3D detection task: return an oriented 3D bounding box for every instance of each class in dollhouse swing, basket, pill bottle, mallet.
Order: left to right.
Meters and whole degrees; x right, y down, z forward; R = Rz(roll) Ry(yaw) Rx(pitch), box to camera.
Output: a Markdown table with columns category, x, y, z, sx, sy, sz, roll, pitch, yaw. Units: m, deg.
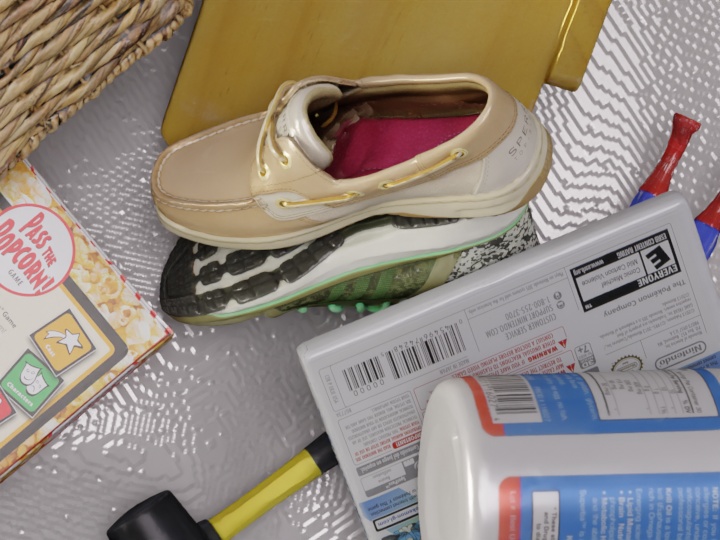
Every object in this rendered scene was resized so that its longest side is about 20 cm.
| category | x | y | z | sx | sy | sz | roll | pitch | yaw |
| --- | --- | --- | --- | --- | --- | --- | --- | --- | --- |
| basket | -0.205 | -0.136 | 1.348 | 0.200 | 0.149 | 0.143 | -41 | 48 | -9 |
| mallet | -0.035 | 0.090 | 1.428 | 0.200 | 0.041 | 0.066 | -43 | 94 | -14 |
| dollhouse swing | 0.011 | -0.140 | 1.458 | 0.199 | 0.176 | 0.182 | 17 | 40 | -5 |
| pill bottle | 0.133 | 0.102 | 1.357 | 0.199 | 0.112 | 0.113 | -1 | 84 | -11 |

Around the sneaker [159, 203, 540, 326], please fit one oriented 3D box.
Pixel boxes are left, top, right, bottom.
| category | x | y | z | sx | sy | sz | roll | pitch | yaw |
| --- | --- | --- | --- | --- | --- | --- | --- | --- | --- |
| sneaker | 0.000 | 0.000 | 1.418 | 0.199 | 0.089 | 0.077 | -15 | 46 | 15 |

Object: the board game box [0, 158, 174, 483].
| category | x | y | z | sx | sy | sz | roll | pitch | yaw |
| --- | --- | --- | --- | --- | --- | --- | --- | --- | --- |
| board game box | -0.212 | 0.038 | 1.402 | 0.200 | 0.046 | 0.152 | -39 | 90 | -9 |

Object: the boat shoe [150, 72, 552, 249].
| category | x | y | z | sx | sy | sz | roll | pitch | yaw |
| --- | --- | --- | --- | --- | --- | --- | --- | --- | --- |
| boat shoe | -0.013 | -0.060 | 1.359 | 0.199 | 0.069 | 0.074 | -8 | 56 | 21 |

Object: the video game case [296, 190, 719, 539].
| category | x | y | z | sx | sy | sz | roll | pitch | yaw |
| --- | --- | --- | --- | --- | --- | --- | --- | --- | --- |
| video game case | 0.091 | 0.080 | 1.413 | 0.199 | 0.022 | 0.183 | -22 | 109 | -6 |

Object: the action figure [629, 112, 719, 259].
| category | x | y | z | sx | sy | sz | roll | pitch | yaw |
| --- | --- | --- | --- | --- | --- | --- | --- | --- | --- |
| action figure | 0.131 | 0.023 | 1.442 | 0.065 | 0.052 | 0.201 | 27 | 93 | -6 |
